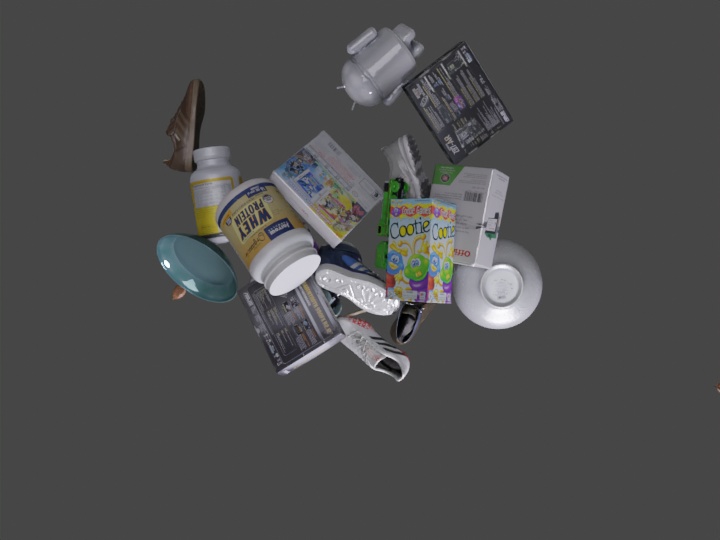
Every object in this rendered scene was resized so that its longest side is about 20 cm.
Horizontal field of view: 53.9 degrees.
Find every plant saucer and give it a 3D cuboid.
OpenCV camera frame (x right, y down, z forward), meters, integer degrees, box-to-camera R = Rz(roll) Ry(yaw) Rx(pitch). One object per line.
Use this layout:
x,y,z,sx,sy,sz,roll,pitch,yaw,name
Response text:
-0.343,-0.013,1.521,0.198,0.201,0.036,30,53,0,plant saucer

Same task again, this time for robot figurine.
0.040,-0.430,1.503,0.199,0.113,0.170,-41,125,2,robot figurine

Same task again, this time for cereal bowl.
0.300,0.030,1.535,0.196,0.083,0.204,0,92,1,cereal bowl

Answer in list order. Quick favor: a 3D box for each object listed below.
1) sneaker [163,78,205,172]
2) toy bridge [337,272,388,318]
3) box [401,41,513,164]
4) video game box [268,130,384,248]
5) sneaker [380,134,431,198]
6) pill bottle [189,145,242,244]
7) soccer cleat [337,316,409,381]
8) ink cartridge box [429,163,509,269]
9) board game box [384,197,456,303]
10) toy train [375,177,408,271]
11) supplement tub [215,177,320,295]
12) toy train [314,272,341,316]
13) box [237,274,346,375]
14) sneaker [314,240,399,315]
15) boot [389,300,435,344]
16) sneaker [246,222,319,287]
-0.387,-0.318,1.541,0.074,0.070,0.204,7,92,2,sneaker
0.012,0.051,1.570,0.067,0.027,0.200,42,94,-1,toy bridge
0.208,-0.356,1.514,0.159,0.044,0.201,-37,106,3,box
-0.067,-0.175,1.503,0.200,0.047,0.182,45,51,-1,video game box
0.103,-0.189,1.547,0.081,0.074,0.203,-12,94,29,sneaker
-0.306,-0.159,1.526,0.110,0.112,0.204,-8,92,2,pill bottle
0.021,0.169,1.537,0.199,0.085,0.069,35,110,-6,soccer cleat
0.216,-0.113,1.493,0.145,0.084,0.203,12,90,37,ink cartridge box
0.122,-0.039,1.434,0.104,0.102,0.204,2,88,36,board game box
0.064,-0.098,1.508,0.041,0.056,0.204,-1,99,-41,toy train
-0.183,-0.067,1.409,0.144,0.144,0.201,-38,73,3,supplement tub
-0.129,0.088,1.540,0.200,0.085,0.114,-45,61,3,toy train
-0.143,0.089,1.466,0.157,0.048,0.202,-32,73,3,box
0.000,0.000,1.517,0.198,0.147,0.081,23,127,-9,sneaker
0.127,0.074,1.533,0.074,0.097,0.202,25,93,0,boot
-0.165,-0.008,1.551,0.200,0.081,0.088,-45,105,5,sneaker
